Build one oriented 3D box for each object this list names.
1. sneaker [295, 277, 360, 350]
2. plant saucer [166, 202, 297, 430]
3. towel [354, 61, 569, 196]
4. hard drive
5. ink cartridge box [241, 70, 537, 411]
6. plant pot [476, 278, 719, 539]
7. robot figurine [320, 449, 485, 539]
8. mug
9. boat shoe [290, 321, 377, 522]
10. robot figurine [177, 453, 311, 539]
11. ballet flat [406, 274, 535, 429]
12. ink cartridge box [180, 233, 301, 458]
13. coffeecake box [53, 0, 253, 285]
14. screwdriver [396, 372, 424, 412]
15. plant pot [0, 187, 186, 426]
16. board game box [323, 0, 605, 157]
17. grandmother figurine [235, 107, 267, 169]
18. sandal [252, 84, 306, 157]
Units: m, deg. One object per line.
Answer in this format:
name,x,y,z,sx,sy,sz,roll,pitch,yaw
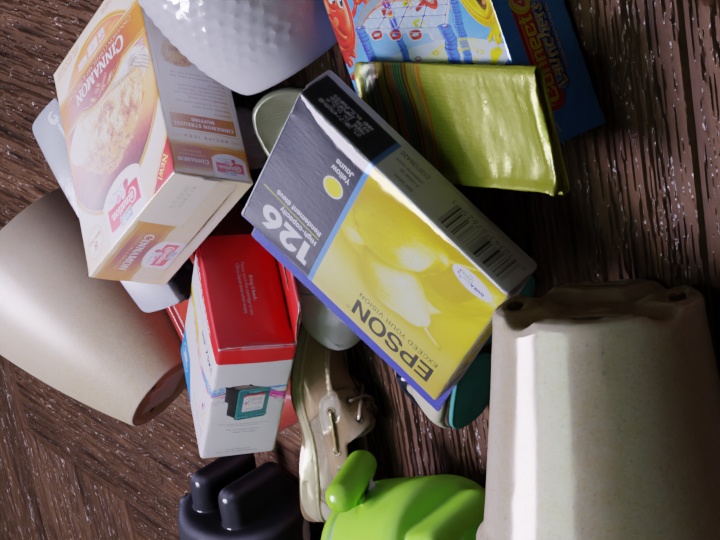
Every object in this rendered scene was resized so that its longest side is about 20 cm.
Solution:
sneaker,0.000,0.000,1.523,0.080,0.070,0.201,44,144,29
plant saucer,-0.117,0.056,1.796,0.200,0.037,0.200,63,151,3
towel,0.061,-0.094,1.286,0.200,0.018,0.086,10,121,56
hard drive,-0.208,-0.055,1.690,0.200,0.042,0.135,59,-172,-1
ink cartridge box,0.007,-0.007,1.362,0.198,0.047,0.200,43,141,11
plant pot,0.158,0.106,1.243,0.200,0.200,0.184,9,108,57
robot figurine,0.043,0.223,1.569,0.176,0.116,0.200,57,153,-9
mug,-0.095,-0.231,1.449,0.176,0.147,0.200,57,-174,-15
boat shoe,-0.016,0.119,1.654,0.064,0.071,0.201,5,112,19
robot figurine,-0.106,0.268,1.842,0.150,0.124,0.201,-99,3,-61
ballet flat,0.073,0.042,1.435,0.070,0.069,0.200,51,147,25
ink cartridge box,-0.100,0.051,1.612,0.200,0.067,0.116,104,158,-50
coffeecake box,-0.168,-0.114,1.560,0.154,0.073,0.200,-45,49,43
screwdriver,0.007,0.050,1.513,0.029,0.028,0.200,-40,108,20
plant pot,-0.256,0.050,1.906,0.200,0.187,0.187,42,146,13
board game box,0.055,-0.171,1.315,0.200,0.056,0.196,-6,106,60
grandmother figurine,-0.142,-0.153,1.662,0.200,0.061,0.121,43,160,30
sandal,-0.014,-0.050,1.434,0.080,0.057,0.201,-36,79,27
